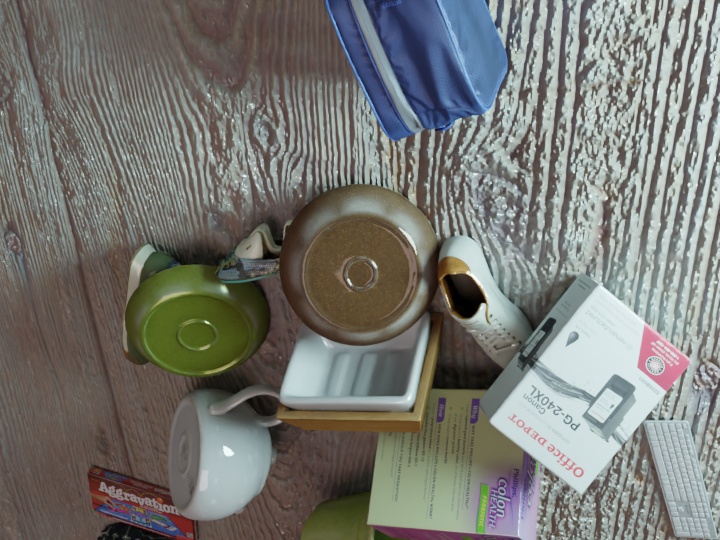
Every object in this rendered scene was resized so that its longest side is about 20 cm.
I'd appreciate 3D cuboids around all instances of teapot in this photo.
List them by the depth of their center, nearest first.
[{"bbox_3d":[-0.188,0.264,1.413,0.144,0.201,0.199,5,173,-26],"label":"teapot"}]

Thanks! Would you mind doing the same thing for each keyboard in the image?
[{"bbox_3d":[0.412,0.271,1.251,0.055,0.011,0.202,-8,119,27],"label":"keyboard"}]

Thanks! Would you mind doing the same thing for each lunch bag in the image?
[{"bbox_3d":[0.054,-0.231,0.972,0.130,0.136,0.202,-11,119,29],"label":"lunch bag"}]

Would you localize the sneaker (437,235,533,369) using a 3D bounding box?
[{"bbox_3d":[0.146,0.062,1.171,0.072,0.085,0.201,-23,113,31],"label":"sneaker"}]

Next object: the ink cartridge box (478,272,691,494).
[{"bbox_3d":[0.253,0.130,1.116,0.144,0.083,0.201,37,96,-7],"label":"ink cartridge box"}]

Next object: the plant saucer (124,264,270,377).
[{"bbox_3d":[-0.220,0.079,1.318,0.196,0.031,0.202,-4,131,-4],"label":"plant saucer"}]

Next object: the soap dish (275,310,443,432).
[{"bbox_3d":[0.004,0.131,1.240,0.197,0.159,0.082,-3,139,24],"label":"soap dish"}]

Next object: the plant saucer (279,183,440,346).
[{"bbox_3d":[0.000,0.000,1.163,0.196,0.037,0.204,0,106,-1],"label":"plant saucer"}]

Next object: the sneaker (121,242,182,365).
[{"bbox_3d":[-0.278,0.064,1.358,0.089,0.067,0.203,22,126,13],"label":"sneaker"}]

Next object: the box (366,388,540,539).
[{"bbox_3d":[0.124,0.250,1.239,0.197,0.179,0.097,-2,156,24],"label":"box"}]

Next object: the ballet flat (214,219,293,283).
[{"bbox_3d":[-0.098,-0.031,1.221,0.196,0.075,0.075,-7,121,16],"label":"ballet flat"}]

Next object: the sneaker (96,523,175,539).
[{"bbox_3d":[-0.381,0.505,1.706,0.197,0.078,0.080,10,146,24],"label":"sneaker"}]

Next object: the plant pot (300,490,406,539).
[{"bbox_3d":[0.018,0.399,1.407,0.182,0.201,0.202,-14,118,42],"label":"plant pot"}]

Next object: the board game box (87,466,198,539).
[{"bbox_3d":[-0.372,0.402,1.665,0.197,0.020,0.104,13,126,14],"label":"board game box"}]
